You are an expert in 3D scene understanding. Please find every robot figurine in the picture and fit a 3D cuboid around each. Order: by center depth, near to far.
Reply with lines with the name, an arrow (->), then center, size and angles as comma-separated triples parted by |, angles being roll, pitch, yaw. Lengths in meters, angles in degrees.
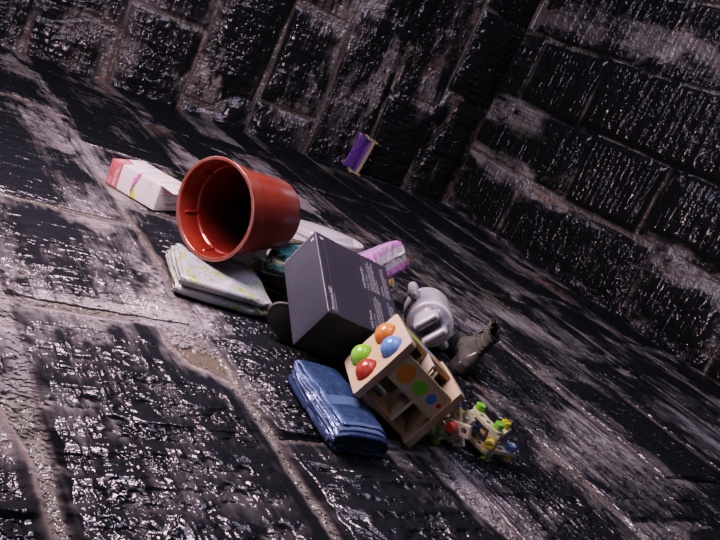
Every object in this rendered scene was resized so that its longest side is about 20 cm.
robot figurine -> 0.157, 0.107, 1.797 | 0.200, 0.112, 0.171 | -83, 147, -76

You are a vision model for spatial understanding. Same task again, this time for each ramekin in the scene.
ramekin -> -0.098, -0.052, 1.939 | 0.200, 0.095, 0.202 | 20, 9, -3

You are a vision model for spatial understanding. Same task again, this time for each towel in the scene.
towel -> -0.036, 0.214, 1.211 | 0.111, 0.049, 0.200 | 17, 16, -34
towel -> -0.278, 0.021, 1.503 | 0.198, 0.049, 0.171 | 18, 18, -26

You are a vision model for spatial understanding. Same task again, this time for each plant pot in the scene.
plant pot -> -0.233, -0.119, 1.560 | 0.200, 0.203, 0.195 | 32, 16, 27

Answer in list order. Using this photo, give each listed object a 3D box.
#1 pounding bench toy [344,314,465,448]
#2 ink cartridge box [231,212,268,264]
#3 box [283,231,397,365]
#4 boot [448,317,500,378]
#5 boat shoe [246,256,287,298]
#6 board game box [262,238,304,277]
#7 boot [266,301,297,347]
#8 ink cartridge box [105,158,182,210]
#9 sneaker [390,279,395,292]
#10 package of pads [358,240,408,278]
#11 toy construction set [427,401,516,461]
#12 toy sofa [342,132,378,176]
pounding bench toy -> 0.058, 0.161, 1.295 | 0.156, 0.124, 0.200 | 46, 6, -19
ink cartridge box -> -0.279, -0.080, 1.719 | 0.199, 0.116, 0.068 | 14, 16, -41
box -> -0.034, 0.060, 1.405 | 0.181, 0.104, 0.201 | 28, 34, -34
boot -> 0.268, 0.159, 1.744 | 0.068, 0.131, 0.200 | 41, 15, -6
boat shoe -> -0.154, 0.028, 1.642 | 0.199, 0.074, 0.063 | 23, 21, 1
board game box -> -0.130, -0.023, 1.655 | 0.134, 0.028, 0.200 | 13, 18, -2
boot -> -0.108, 0.093, 1.503 | 0.199, 0.070, 0.174 | 31, 10, -25
ink cartridge box -> -0.502, -0.199, 1.866 | 0.199, 0.068, 0.116 | 29, 15, 20
sneaker -> 0.050, 0.044, 1.871 | 0.078, 0.082, 0.200 | 59, 21, 1
package of pads -> 0.000, 0.000, 1.715 | 0.199, 0.076, 0.120 | -18, 4, 44
toy construction set -> 0.177, 0.271, 1.307 | 0.131, 0.093, 0.199 | 36, 7, 37
toy sofa -> -0.003, -0.580, 3.839 | 0.097, 0.201, 0.083 | 26, 13, -20
